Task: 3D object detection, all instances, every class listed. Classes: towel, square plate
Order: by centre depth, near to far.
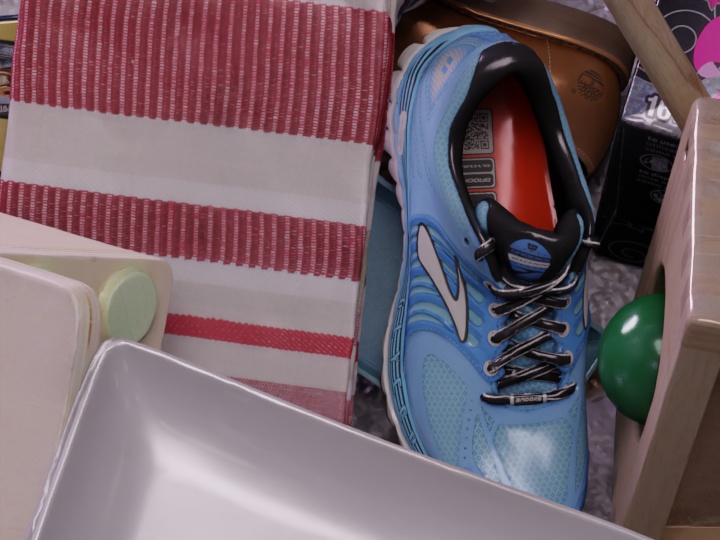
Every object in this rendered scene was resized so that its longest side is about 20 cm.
[{"bbox_3d":[-0.021,0.143,0.864,0.200,0.028,0.198,21,66,-4],"label":"square plate"},{"bbox_3d":[-0.065,-0.027,1.046,0.144,0.023,0.200,7,95,9],"label":"towel"}]

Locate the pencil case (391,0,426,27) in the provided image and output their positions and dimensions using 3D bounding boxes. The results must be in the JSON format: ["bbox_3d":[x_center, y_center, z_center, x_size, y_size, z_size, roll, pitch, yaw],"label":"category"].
[{"bbox_3d":[0.055,-0.156,1.111,0.200,0.089,0.078,-30,30,-31],"label":"pencil case"}]

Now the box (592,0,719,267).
[{"bbox_3d":[0.205,-0.054,1.102,0.200,0.132,0.115,16,68,5],"label":"box"}]

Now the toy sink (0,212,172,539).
[{"bbox_3d":[-0.144,0.047,0.984,0.200,0.112,0.130,14,97,36],"label":"toy sink"}]

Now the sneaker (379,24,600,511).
[{"bbox_3d":[0.051,0.006,1.048,0.078,0.090,0.200,-9,91,-15],"label":"sneaker"}]

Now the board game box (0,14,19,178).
[{"bbox_3d":[-0.133,-0.033,1.097,0.200,0.035,0.136,-5,98,-8],"label":"board game box"}]

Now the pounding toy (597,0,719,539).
[{"bbox_3d":[0.161,0.007,0.995,0.200,0.184,0.142,8,52,-1],"label":"pounding toy"}]

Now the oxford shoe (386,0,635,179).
[{"bbox_3d":[0.010,-0.082,1.147,0.200,0.071,0.071,12,70,2],"label":"oxford shoe"}]

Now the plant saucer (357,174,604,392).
[{"bbox_3d":[0.000,0.000,1.092,0.200,0.019,0.070,34,84,-11],"label":"plant saucer"}]
